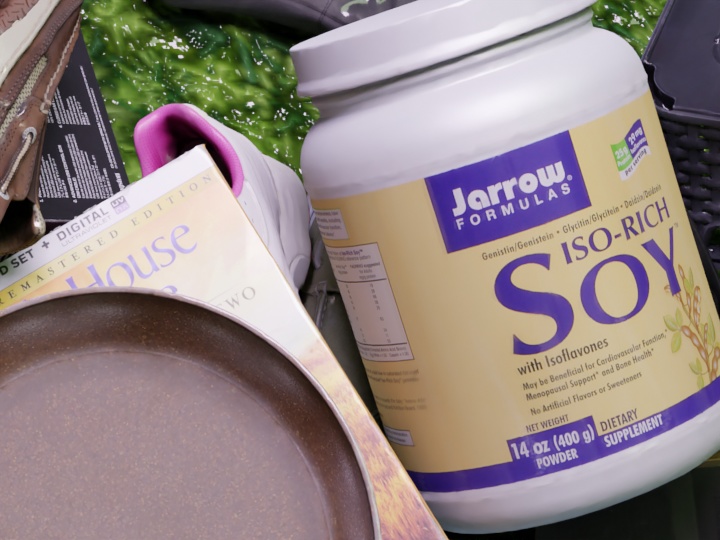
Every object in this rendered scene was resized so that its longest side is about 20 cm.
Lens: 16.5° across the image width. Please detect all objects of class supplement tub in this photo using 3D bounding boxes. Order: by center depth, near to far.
[{"bbox_3d":[0.059,-0.012,0.994,0.145,0.145,0.201,-26,101,-42],"label":"supplement tub"}]

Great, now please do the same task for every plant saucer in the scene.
[{"bbox_3d":[-0.091,0.107,0.899,0.199,0.032,0.202,-1,76,3],"label":"plant saucer"}]

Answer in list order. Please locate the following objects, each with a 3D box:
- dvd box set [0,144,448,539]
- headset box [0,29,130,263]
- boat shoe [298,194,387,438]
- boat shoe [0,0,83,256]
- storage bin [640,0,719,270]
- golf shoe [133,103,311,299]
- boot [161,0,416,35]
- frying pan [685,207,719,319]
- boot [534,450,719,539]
[{"bbox_3d":[-0.069,0.071,0.941,0.146,0.029,0.201,-30,76,-7],"label":"dvd box set"},{"bbox_3d":[-0.206,-0.058,0.998,0.199,0.077,0.149,-2,55,-31],"label":"headset box"},{"bbox_3d":[0.000,0.000,1.084,0.072,0.062,0.201,20,47,-15],"label":"boat shoe"},{"bbox_3d":[-0.150,-0.036,0.925,0.075,0.074,0.203,53,42,-22],"label":"boat shoe"},{"bbox_3d":[0.211,-0.096,1.099,0.134,0.094,0.201,10,50,21],"label":"storage bin"},{"bbox_3d":[-0.057,0.018,1.009,0.092,0.075,0.201,51,19,-48],"label":"golf shoe"},{"bbox_3d":[0.004,-0.117,1.179,0.199,0.070,0.132,-8,57,-34],"label":"boot"},{"bbox_3d":[0.155,0.048,1.092,0.190,0.115,0.031,39,24,-18],"label":"frying pan"},{"bbox_3d":[0.173,0.095,1.036,0.199,0.074,0.076,1,17,5],"label":"boot"}]
